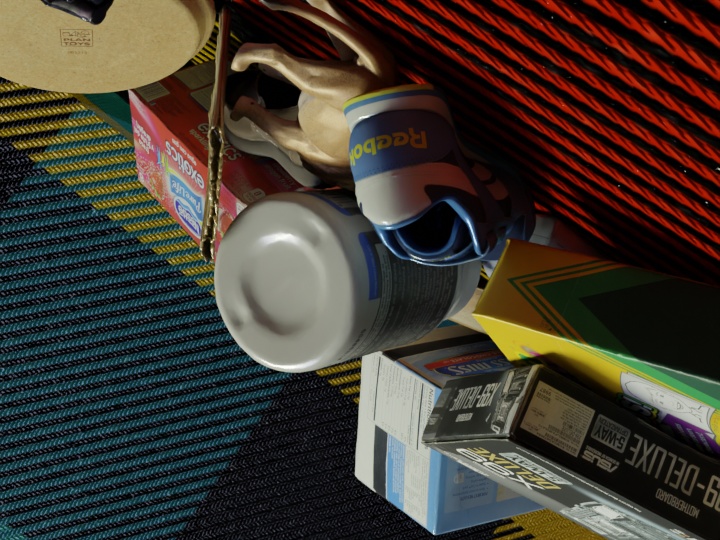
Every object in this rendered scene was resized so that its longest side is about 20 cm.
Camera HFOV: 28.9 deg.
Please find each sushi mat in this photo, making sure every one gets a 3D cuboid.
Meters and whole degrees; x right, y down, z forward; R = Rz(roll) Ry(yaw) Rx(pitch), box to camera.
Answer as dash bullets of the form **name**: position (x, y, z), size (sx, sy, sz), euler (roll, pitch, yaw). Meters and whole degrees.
- **sushi mat**: position (-0.096, -0.097, 0.930), size (0.012, 0.097, 0.201), euler (5, -149, -7)

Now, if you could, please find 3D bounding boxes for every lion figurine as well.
- **lion figurine**: position (-0.012, -0.101, 0.828), size (0.122, 0.073, 0.200), euler (30, 171, 2)

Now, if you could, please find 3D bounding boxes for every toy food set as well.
- **toy food set**: position (-0.200, -0.182, 0.977), size (0.197, 0.049, 0.198), euler (-6, 159, 5)

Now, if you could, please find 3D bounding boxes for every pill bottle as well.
- **pill bottle**: position (0.000, 0.000, 0.950), size (0.113, 0.115, 0.199), euler (34, -160, 23)

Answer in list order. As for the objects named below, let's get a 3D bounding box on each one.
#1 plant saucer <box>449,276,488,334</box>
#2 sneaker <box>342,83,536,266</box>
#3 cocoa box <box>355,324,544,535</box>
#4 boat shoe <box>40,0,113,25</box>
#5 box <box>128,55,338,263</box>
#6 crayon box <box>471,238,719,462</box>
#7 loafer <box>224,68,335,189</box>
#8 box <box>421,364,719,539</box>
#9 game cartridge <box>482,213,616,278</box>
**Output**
- **plant saucer**: position (0.082, 0.020, 1.179), size (0.198, 0.036, 0.200), euler (22, -176, -1)
- **sneaker**: position (0.048, -0.034, 0.813), size (0.073, 0.083, 0.200), euler (-16, 156, 24)
- **cocoa box**: position (0.113, 0.128, 1.211), size (0.198, 0.135, 0.131), euler (-7, -162, -30)
- **boat shoe**: position (-0.202, -0.226, 0.841), size (0.199, 0.093, 0.075), euler (33, 175, 29)
- **box**: position (-0.095, -0.078, 1.111), size (0.200, 0.099, 0.096), euler (43, 145, 40)
- **crayon box**: position (0.182, 0.066, 0.833), size (0.171, 0.059, 0.200), euler (14, 160, 33)
- **loafer**: position (-0.049, -0.121, 1.007), size (0.200, 0.072, 0.072), euler (32, 140, 55)
- **box**: position (0.153, 0.128, 0.873), size (0.198, 0.050, 0.158), euler (28, 165, -12)
- **game cartridge**: position (0.149, 0.013, 0.978), size (0.132, 0.041, 0.200), euler (33, 175, -2)
